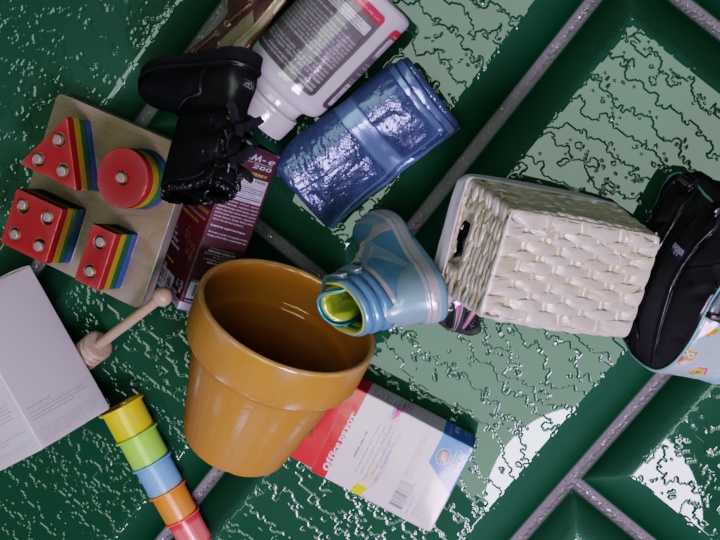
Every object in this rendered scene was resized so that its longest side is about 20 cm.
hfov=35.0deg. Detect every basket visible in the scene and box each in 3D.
[{"bbox_3d":[0.196,-0.011,1.213,0.200,0.123,0.136,9,107,-20],"label":"basket"}]

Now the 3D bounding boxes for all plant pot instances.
[{"bbox_3d":[-0.109,0.118,1.253,0.200,0.200,0.183,27,118,4],"label":"plant pot"}]

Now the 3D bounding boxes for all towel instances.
[{"bbox_3d":[0.004,-0.143,1.295,0.200,0.049,0.112,-36,119,12],"label":"towel"}]

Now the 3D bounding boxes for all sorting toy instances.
[{"bbox_3d":[-0.316,-0.083,1.334,0.200,0.070,0.199,24,101,20],"label":"sorting toy"}]

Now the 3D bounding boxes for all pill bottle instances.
[{"bbox_3d":[-0.051,-0.243,1.277,0.200,0.111,0.111,-44,89,11],"label":"pill bottle"}]

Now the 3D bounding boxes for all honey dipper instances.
[{"bbox_3d":[-0.281,0.065,1.342,0.200,0.038,0.038,-35,91,40],"label":"honey dipper"}]

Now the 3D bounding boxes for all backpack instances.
[{"bbox_3d":[0.368,0.018,1.217,0.153,0.176,0.200,17,114,-25],"label":"backpack"}]

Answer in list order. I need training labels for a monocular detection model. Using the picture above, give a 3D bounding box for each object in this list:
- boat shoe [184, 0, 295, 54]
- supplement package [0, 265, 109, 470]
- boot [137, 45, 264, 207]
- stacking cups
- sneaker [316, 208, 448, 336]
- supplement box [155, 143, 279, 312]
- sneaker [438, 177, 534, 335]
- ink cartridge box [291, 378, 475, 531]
[{"bbox_3d":[-0.127,-0.298,1.304,0.072,0.072,0.200,43,108,0],"label":"boat shoe"},{"bbox_3d":[-0.417,0.118,1.357,0.121,0.120,0.200,-27,93,36],"label":"supplement package"},{"bbox_3d":[-0.186,-0.151,1.245,0.198,0.073,0.163,-3,72,42],"label":"boot"},{"bbox_3d":[-0.250,0.252,1.402,0.060,0.061,0.200,-24,97,11],"label":"stacking cups"},{"bbox_3d":[0.000,0.000,1.250,0.130,0.200,0.080,-14,121,-17],"label":"sneaker"},{"bbox_3d":[-0.168,-0.058,1.314,0.061,0.109,0.200,16,100,-29],"label":"supplement box"},{"bbox_3d":[0.149,-0.013,1.306,0.086,0.080,0.200,32,104,-15],"label":"sneaker"},{"bbox_3d":[0.021,0.204,1.346,0.200,0.067,0.116,27,99,4],"label":"ink cartridge box"}]
